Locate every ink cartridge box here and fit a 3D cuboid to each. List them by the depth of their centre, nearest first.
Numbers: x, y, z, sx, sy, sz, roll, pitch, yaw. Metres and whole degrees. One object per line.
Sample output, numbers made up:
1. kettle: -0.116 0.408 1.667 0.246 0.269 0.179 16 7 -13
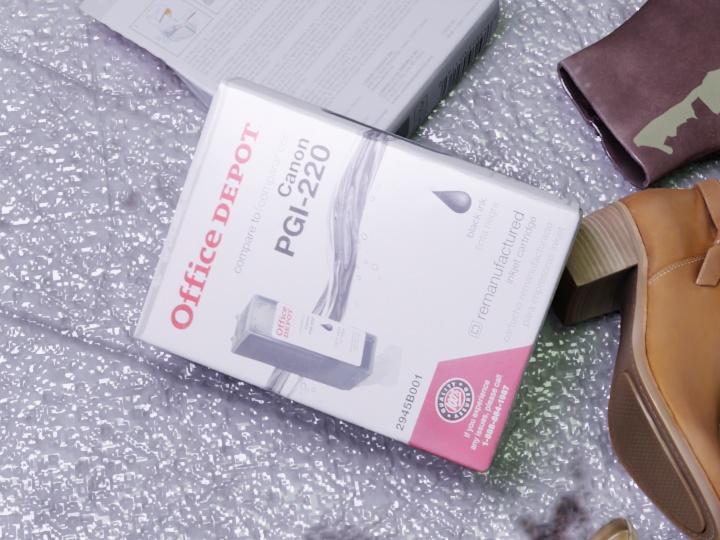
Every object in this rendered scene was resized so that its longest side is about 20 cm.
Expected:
1. ink cartridge box: 0.000 0.000 0.874 0.199 0.085 0.147 20 96 7
2. ink cartridge box: -0.041 -0.149 0.995 0.199 0.047 0.160 33 67 16

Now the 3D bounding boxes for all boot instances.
1. boot: 0.201 0.040 0.916 0.154 0.077 0.201 -17 60 -16
2. boot: 0.190 -0.157 0.998 0.165 0.072 0.201 -23 67 -12

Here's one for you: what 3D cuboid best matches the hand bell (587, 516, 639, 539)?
1. hand bell: 0.188 0.220 0.830 0.199 0.104 0.104 32 66 -4
